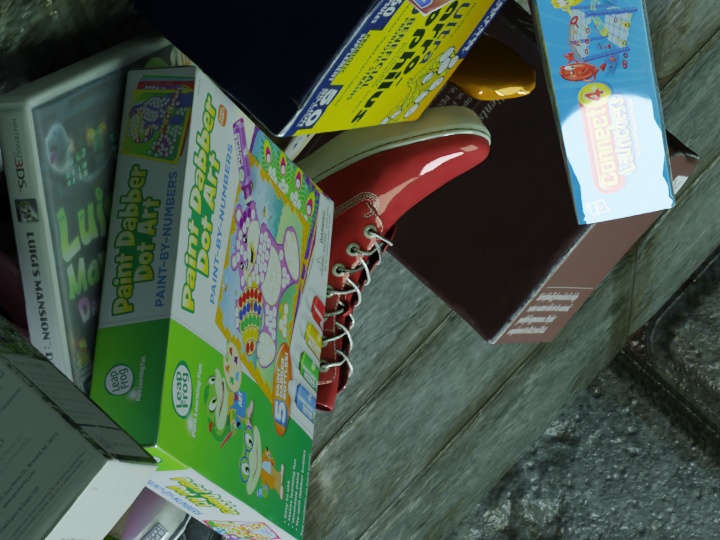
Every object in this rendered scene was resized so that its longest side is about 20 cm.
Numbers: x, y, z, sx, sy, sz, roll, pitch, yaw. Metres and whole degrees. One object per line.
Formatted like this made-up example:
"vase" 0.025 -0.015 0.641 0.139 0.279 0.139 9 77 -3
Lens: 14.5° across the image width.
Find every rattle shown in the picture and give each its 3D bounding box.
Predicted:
"rattle" -0.001 -0.080 1.700 0.200 0.143 0.130 -59 -177 17

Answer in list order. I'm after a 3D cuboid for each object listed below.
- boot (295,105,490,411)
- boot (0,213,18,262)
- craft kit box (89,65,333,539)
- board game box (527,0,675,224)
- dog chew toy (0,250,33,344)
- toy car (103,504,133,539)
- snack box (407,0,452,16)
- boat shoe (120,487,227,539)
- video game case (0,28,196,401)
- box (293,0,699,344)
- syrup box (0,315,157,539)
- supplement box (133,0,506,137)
"boot" 0.000 0.000 1.633 0.200 0.144 0.072 -26 155 16
"boot" -0.155 0.003 1.564 0.097 0.075 0.200 -45 165 -1
"craft kit box" -0.074 0.023 1.461 0.198 0.049 0.200 39 52 -60
"board game box" 0.118 -0.164 1.548 0.056 0.200 0.196 -12 134 4
"dog chew toy" -0.240 0.075 1.419 0.200 0.125 0.125 -44 169 19
"toy car" -0.210 0.190 1.886 0.200 0.158 0.164 -25 165 24
"snack box" 0.065 -0.212 1.434 0.072 0.024 0.200 -26 -145 32
"boat shoe" -0.093 0.127 1.833 0.072 0.068 0.200 -40 -162 33
"video game case" -0.119 -0.019 1.432 0.200 0.023 0.182 -37 122 -65
"box" 0.082 -0.077 1.828 0.164 0.200 0.166 -50 166 10
"syrup box" -0.196 0.052 1.288 0.081 0.200 0.079 -50 167 4
"supplement box" -0.012 -0.149 1.509 0.109 0.110 0.200 -52 167 18
